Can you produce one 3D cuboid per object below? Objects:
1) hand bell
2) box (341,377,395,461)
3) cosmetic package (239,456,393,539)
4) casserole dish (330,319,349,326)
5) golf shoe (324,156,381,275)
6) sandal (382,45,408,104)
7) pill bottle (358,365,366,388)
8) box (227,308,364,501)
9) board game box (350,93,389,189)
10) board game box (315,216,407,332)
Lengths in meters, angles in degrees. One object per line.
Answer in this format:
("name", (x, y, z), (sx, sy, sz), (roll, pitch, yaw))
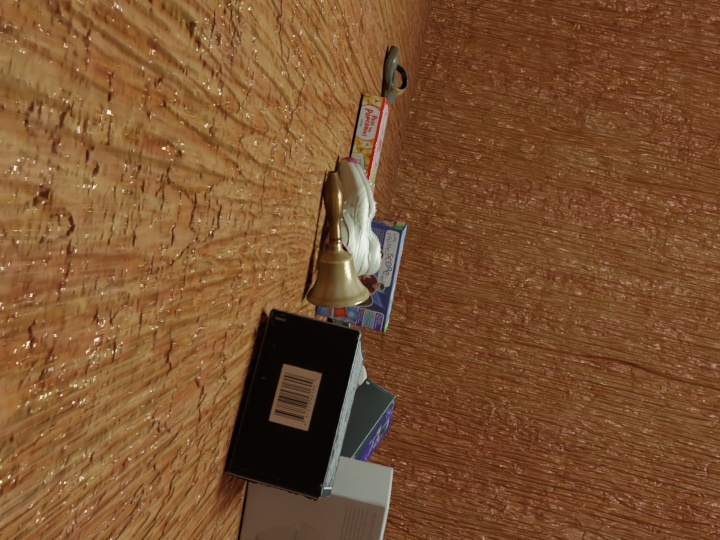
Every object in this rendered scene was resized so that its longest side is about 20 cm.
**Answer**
("hand bell", (-0.041, -0.054, 1.428), (0.104, 0.102, 0.204), (-67, 156, -69))
("box", (-0.017, 0.337, 1.809), (0.201, 0.078, 0.142), (-50, 158, -31))
("cosmetic package", (-0.067, 0.378, 1.316), (0.123, 0.196, 0.203), (-63, 165, -74))
("casserole dish", (-0.047, 0.153, 1.969), (0.202, 0.038, 0.123), (96, -6, -52))
("golf shoe", (-0.021, -0.085, 1.519), (0.075, 0.090, 0.204), (6, -73, 59))
("sandal", (0.083, -0.442, 2.086), (0.201, 0.053, 0.083), (92, 11, -68))
("pill bottle", (-0.047, 0.274, 1.936), (0.202, 0.108, 0.112), (97, 6, -51))
("box", (-0.075, 0.175, 1.149), (0.199, 0.121, 0.204), (81, 23, -76))
("board game box", (0.012, -0.229, 1.751), (0.152, 0.045, 0.204), (-51, 152, -83))
("board game box", (0.000, 0.000, 1.621), (0.035, 0.133, 0.204), (-59, 161, -65))
